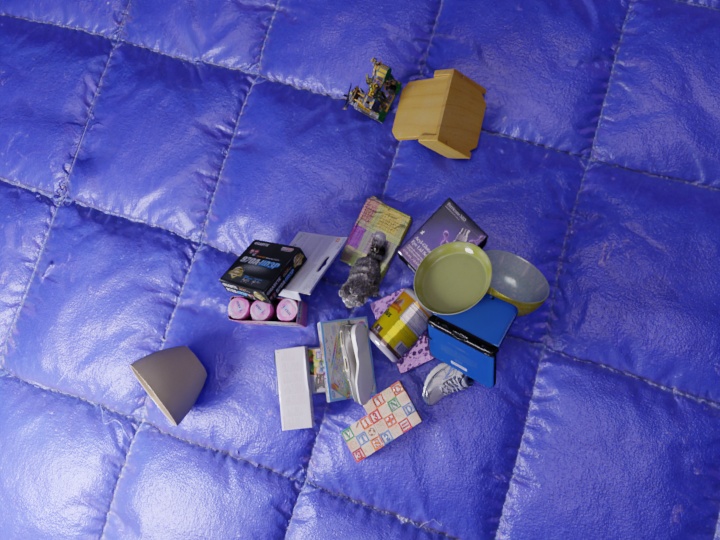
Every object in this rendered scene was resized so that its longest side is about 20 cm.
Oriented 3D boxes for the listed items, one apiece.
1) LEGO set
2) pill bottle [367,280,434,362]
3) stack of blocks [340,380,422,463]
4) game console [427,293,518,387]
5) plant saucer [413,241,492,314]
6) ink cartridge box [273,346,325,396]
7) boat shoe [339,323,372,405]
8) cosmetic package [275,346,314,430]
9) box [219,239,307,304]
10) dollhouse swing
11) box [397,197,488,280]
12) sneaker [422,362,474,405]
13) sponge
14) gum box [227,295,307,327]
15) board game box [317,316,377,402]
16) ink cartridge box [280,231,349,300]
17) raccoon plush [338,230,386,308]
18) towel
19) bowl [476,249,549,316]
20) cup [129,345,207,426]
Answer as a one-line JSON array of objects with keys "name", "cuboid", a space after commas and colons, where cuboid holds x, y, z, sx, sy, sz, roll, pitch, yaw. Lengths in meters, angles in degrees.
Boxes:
[{"name": "LEGO set", "cuboid": [0.023, -0.499, 1.652, 0.114, 0.199, 0.157, 29, 106, 13]}, {"name": "pill bottle", "cuboid": [0.116, 0.124, 1.531, 0.109, 0.109, 0.200, 42, 86, 13]}, {"name": "stack of blocks", "cuboid": [0.048, 0.387, 1.552, 0.197, 0.059, 0.117, -33, 77, 2]}, {"name": "game console", "cuboid": [0.271, 0.151, 1.464, 0.117, 0.174, 0.198, -34, 42, -32]}, {"name": "plant saucer", "cuboid": [0.225, 0.023, 1.462, 0.195, 0.031, 0.204, -14, 54, 20]}, {"name": "ink cartridge box", "cuboid": [-0.141, 0.269, 1.611, 0.194, 0.042, 0.123, -6, 79, 9]}, {"name": "boat shoe", "cuboid": [-0.013, 0.236, 1.528, 0.059, 0.071, 0.208, -3, 96, 33]}, {"name": "cosmetic package", "cuboid": [-0.169, 0.303, 1.563, 0.080, 0.051, 0.206, -6, 83, 3]}, {"name": "box", "cuboid": [-0.255, -0.001, 1.572, 0.197, 0.046, 0.160, 11, 54, 43]}, {"name": "dollhouse swing", "cuboid": [0.217, -0.424, 1.679, 0.178, 0.174, 0.206, 19, 80, -31]}, {"name": "box", "cuboid": [0.216, -0.061, 1.581, 0.148, 0.104, 0.200, 43, 89, 13]}, {"name": "sneaker", "cuboid": [0.238, 0.267, 1.519, 0.200, 0.077, 0.085, -47, 38, 0]}, {"name": "sponge", "cuboid": [0.114, 0.159, 1.597, 0.109, 0.030, 0.204, -25, 77, 2]}, {"name": "gum box", "cuboid": [-0.248, 0.110, 1.615, 0.194, 0.114, 0.068, 2, 80, 9]}, {"name": "board game box", "cuboid": [-0.035, 0.230, 1.575, 0.131, 0.034, 0.206, -4, 80, -18]}, {"name": "ink cartridge box", "cuboid": [-0.140, -0.013, 1.576, 0.197, 0.041, 0.201, 9, 53, 42]}, {"name": "raccoon plush", "cuboid": [0.000, 0.000, 1.564, 0.094, 0.134, 0.206, 10, 103, 15]}, {"name": "towel", "cuboid": [0.044, -0.090, 1.654, 0.141, 0.023, 0.204, 25, 86, 11]}, {"name": "bowl", "cuboid": [0.365, 0.053, 1.527, 0.197, 0.200, 0.109, 28, 127, 11]}, {"name": "cup", "cuboid": [-0.491, 0.285, 1.597, 0.142, 0.201, 0.200, -39, 76, -25]}]
